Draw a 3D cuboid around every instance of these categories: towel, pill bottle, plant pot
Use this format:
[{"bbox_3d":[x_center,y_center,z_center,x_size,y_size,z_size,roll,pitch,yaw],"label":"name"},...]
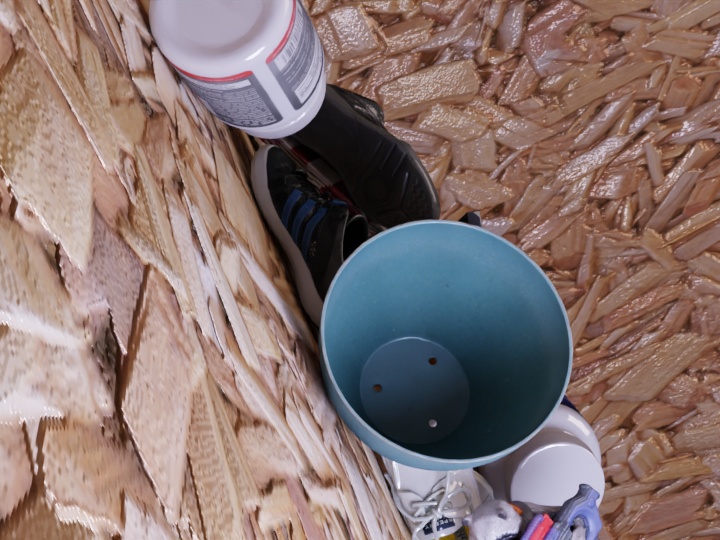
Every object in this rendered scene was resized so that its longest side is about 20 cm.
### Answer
[{"bbox_3d":[-0.041,-0.101,1.629,0.200,0.023,0.144,42,14,1],"label":"towel"},{"bbox_3d":[-0.094,-0.183,1.408,0.200,0.116,0.116,56,9,-73],"label":"pill bottle"},{"bbox_3d":[0.165,0.174,1.649,0.120,0.120,0.200,63,-1,-18],"label":"pill bottle"},{"bbox_3d":[0.057,0.077,1.381,0.135,0.200,0.200,113,-45,-66],"label":"plant pot"}]

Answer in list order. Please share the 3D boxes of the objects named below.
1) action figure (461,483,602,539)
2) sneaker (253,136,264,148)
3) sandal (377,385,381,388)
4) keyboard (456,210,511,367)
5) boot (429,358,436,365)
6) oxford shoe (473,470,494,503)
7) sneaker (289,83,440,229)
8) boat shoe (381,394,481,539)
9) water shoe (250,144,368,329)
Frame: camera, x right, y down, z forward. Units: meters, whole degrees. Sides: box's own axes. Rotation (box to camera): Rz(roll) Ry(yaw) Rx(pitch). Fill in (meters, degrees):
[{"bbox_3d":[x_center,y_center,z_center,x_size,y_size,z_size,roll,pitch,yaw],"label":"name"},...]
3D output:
[{"bbox_3d":[0.126,0.275,1.429,0.105,0.200,0.194,10,-46,41],"label":"action figure"},{"bbox_3d":[-0.075,-0.176,1.772,0.200,0.099,0.078,63,4,-15],"label":"sneaker"},{"bbox_3d":[0.018,0.100,1.656,0.212,0.078,0.070,54,40,-35],"label":"sandal"},{"bbox_3d":[0.110,0.046,1.490,0.127,0.021,0.200,135,-51,-76],"label":"keyboard"},{"bbox_3d":[0.065,0.095,1.581,0.201,0.071,0.144,108,-19,-72],"label":"boot"},{"bbox_3d":[0.096,0.242,1.591,0.200,0.075,0.058,63,15,-48],"label":"oxford shoe"},{"bbox_3d":[0.011,-0.109,1.589,0.199,0.076,0.114,41,18,18],"label":"sneaker"},{"bbox_3d":[0.065,0.205,1.460,0.086,0.075,0.202,-84,156,-65],"label":"boat shoe"},{"bbox_3d":[-0.029,-0.036,1.500,0.071,0.079,0.200,16,45,-57],"label":"water shoe"}]
